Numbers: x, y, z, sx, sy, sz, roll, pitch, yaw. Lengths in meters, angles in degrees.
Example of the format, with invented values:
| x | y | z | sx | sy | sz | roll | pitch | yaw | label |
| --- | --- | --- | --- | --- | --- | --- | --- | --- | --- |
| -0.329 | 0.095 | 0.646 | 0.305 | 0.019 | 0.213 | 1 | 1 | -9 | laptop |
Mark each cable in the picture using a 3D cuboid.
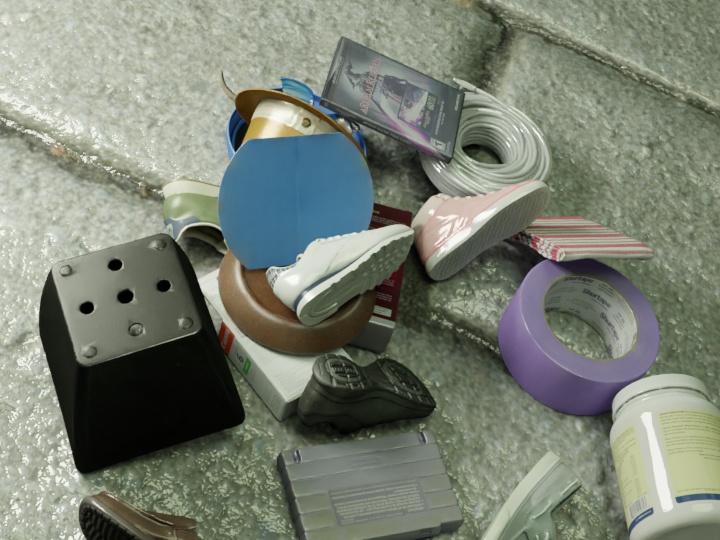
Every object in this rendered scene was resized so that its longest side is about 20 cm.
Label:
| x | y | z | sx | sy | sz | roll | pitch | yaw | label |
| --- | --- | --- | --- | --- | --- | --- | --- | --- | --- |
| 0.179 | -0.171 | 1.841 | 0.199 | 0.069 | 0.201 | 24 | 51 | -1 | cable |

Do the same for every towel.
| x | y | z | sx | sy | sz | roll | pitch | yaw | label |
| --- | --- | --- | --- | --- | --- | --- | --- | --- | --- |
| 0.291 | -0.040 | 1.735 | 0.145 | 0.030 | 0.200 | -2 | 16 | -21 | towel |

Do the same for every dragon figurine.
| x | y | z | sx | sy | sz | roll | pitch | yaw | label |
| --- | --- | --- | --- | --- | --- | --- | --- | --- | --- |
| -0.100 | -0.222 | 1.733 | 0.199 | 0.059 | 0.100 | 32 | 48 | 0 | dragon figurine |

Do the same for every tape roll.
| x | y | z | sx | sy | sz | roll | pitch | yaw | label |
| --- | --- | --- | --- | --- | --- | --- | --- | --- | --- |
| 0.288 | 0.084 | 1.674 | 0.199 | 0.085 | 0.201 | 10 | 50 | -12 | tape roll |

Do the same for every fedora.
| x | y | z | sx | sy | sz | roll | pitch | yaw | label |
| --- | --- | --- | --- | --- | --- | --- | --- | --- | --- |
| -0.087 | -0.149 | 1.615 | 0.200 | 0.201 | 0.082 | 29 | 73 | 3 | fedora |

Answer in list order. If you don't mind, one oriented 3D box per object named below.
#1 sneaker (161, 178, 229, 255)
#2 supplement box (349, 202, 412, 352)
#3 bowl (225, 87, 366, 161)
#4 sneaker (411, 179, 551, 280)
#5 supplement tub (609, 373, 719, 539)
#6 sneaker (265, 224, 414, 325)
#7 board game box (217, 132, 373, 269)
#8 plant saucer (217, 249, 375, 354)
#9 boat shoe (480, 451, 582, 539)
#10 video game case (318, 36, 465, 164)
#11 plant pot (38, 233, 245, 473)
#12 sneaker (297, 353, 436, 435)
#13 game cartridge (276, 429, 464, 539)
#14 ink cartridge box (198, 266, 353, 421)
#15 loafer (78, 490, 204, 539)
| x | y | z | sx | sy | sz | roll | pitch | yaw | label |
| --- | --- | --- | --- | --- | --- | --- | --- | --- | --- |
| -0.162 | -0.058 | 1.643 | 0.199 | 0.067 | 0.091 | 7 | 67 | -21 | sneaker |
| 0.000 | 0.000 | 1.650 | 0.108 | 0.061 | 0.201 | 15 | 51 | -5 | supplement box |
| -0.091 | -0.169 | 1.762 | 0.199 | 0.039 | 0.202 | 10 | 51 | -12 | bowl |
| 0.154 | -0.082 | 1.716 | 0.200 | 0.075 | 0.105 | -35 | 54 | 5 | sneaker |
| 0.386 | 0.244 | 1.548 | 0.144 | 0.145 | 0.201 | 7 | 52 | -15 | supplement tub |
| -0.019 | -0.014 | 1.531 | 0.199 | 0.077 | 0.080 | -28 | 55 | -32 | sneaker |
| -0.083 | -0.089 | 1.549 | 0.199 | 0.159 | 0.039 | -7 | 15 | -20 | board game box |
| -0.076 | 0.011 | 1.561 | 0.199 | 0.035 | 0.201 | 6 | 52 | -8 | plant saucer |
| 0.201 | 0.295 | 1.491 | 0.071 | 0.070 | 0.201 | 36 | 48 | 14 | boat shoe |
| 0.048 | -0.240 | 1.772 | 0.199 | 0.019 | 0.143 | 24 | 47 | -11 | video game case |
| -0.253 | 0.075 | 1.402 | 0.199 | 0.178 | 0.200 | -17 | 59 | -12 | plant pot |
| 0.005 | 0.157 | 1.528 | 0.199 | 0.091 | 0.076 | 14 | 30 | -37 | sneaker |
| 0.012 | 0.260 | 1.476 | 0.199 | 0.038 | 0.130 | -4 | 60 | -23 | game cartridge |
| -0.113 | 0.077 | 1.559 | 0.109 | 0.050 | 0.200 | -28 | 66 | -33 | ink cartridge box |
| -0.210 | 0.295 | 1.353 | 0.199 | 0.073 | 0.071 | 33 | 39 | 0 | loafer |
